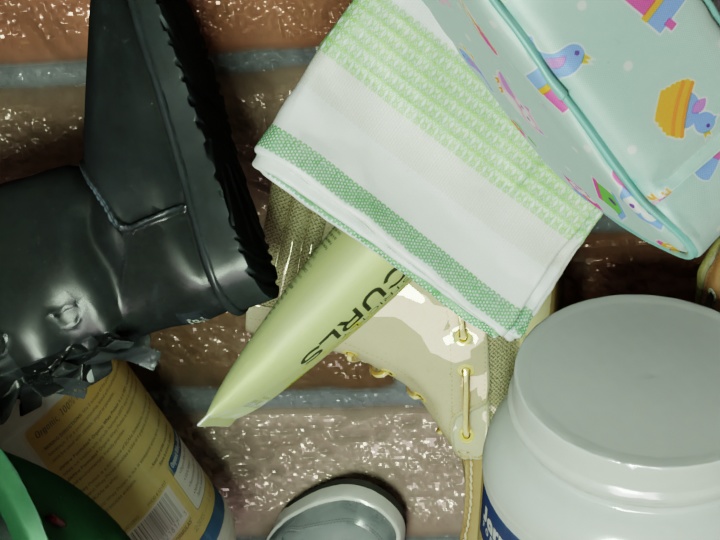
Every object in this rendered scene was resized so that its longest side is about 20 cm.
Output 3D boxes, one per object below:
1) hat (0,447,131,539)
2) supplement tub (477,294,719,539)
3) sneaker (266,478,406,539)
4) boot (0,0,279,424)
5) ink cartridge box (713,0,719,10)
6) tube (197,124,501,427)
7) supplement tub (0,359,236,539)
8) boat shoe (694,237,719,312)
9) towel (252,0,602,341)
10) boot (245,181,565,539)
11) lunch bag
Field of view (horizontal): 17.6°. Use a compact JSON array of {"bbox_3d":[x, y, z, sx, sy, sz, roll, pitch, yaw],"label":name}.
[{"bbox_3d":[-0.113,0.135,1.112,0.165,0.175,0.201,18,117,50],"label":"hat"},{"bbox_3d":[0.125,0.126,1.077,0.144,0.145,0.201,8,127,9],"label":"supplement tub"},{"bbox_3d":[-0.055,0.205,1.252,0.083,0.121,0.200,35,123,-10],"label":"sneaker"},{"bbox_3d":[-0.138,-0.039,1.078,0.162,0.073,0.199,-20,77,11],"label":"boot"},{"bbox_3d":[0.114,-0.201,0.942,0.044,0.094,0.201,-27,105,12],"label":"ink cartridge box"},{"bbox_3d":[0.000,0.000,1.072,0.200,0.052,0.058,-46,131,1],"label":"tube"},{"bbox_3d":[-0.170,0.100,1.198,0.144,0.145,0.200,-21,115,25],"label":"supplement tub"},{"bbox_3d":[0.186,0.062,1.141,0.068,0.072,0.201,32,135,24],"label":"boat shoe"},{"bbox_3d":[0.065,-0.088,1.025,0.149,0.031,0.200,35,89,-12],"label":"towel"},{"bbox_3d":[0.019,0.045,1.155,0.154,0.073,0.201,8,117,7],"label":"boot"},{"bbox_3d":[0.080,-0.107,0.934,0.077,0.160,0.200,-39,110,-2],"label":"lunch bag"}]
